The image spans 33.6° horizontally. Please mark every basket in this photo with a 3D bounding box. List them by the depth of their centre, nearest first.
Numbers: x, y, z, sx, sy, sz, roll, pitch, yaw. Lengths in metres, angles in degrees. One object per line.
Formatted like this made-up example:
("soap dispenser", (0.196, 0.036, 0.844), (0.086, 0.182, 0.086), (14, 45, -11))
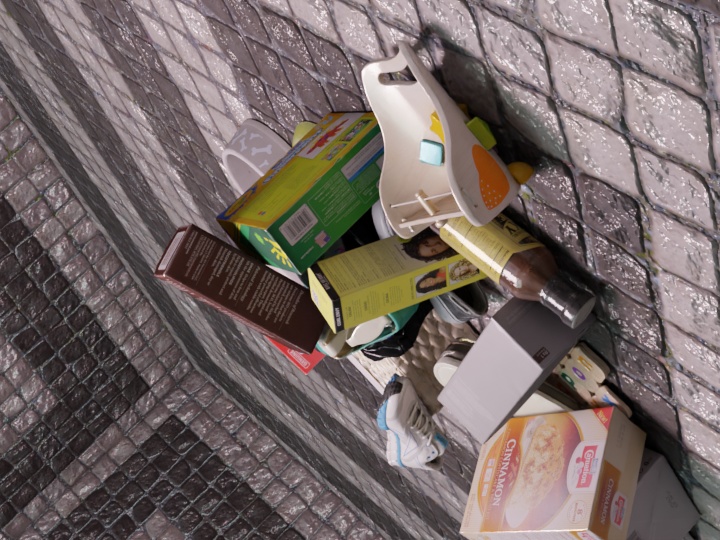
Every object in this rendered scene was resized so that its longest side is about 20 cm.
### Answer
("basket", (0.071, 0.098, 1.662), (0.200, 0.136, 0.123), (47, 160, -1))

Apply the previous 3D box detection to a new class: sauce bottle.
("sauce bottle", (0.162, -0.013, 1.275), (0.199, 0.065, 0.065), (40, 163, 23))

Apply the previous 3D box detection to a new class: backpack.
("backpack", (0.000, 0.000, 1.510), (0.126, 0.167, 0.201), (-24, 109, 28))

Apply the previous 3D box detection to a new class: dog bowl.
("dog bowl", (-0.128, -0.128, 1.776), (0.200, 0.059, 0.201), (44, 164, 16))

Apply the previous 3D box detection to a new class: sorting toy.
("sorting toy", (0.068, -0.137, 1.184), (0.181, 0.106, 0.200), (57, 163, -9))

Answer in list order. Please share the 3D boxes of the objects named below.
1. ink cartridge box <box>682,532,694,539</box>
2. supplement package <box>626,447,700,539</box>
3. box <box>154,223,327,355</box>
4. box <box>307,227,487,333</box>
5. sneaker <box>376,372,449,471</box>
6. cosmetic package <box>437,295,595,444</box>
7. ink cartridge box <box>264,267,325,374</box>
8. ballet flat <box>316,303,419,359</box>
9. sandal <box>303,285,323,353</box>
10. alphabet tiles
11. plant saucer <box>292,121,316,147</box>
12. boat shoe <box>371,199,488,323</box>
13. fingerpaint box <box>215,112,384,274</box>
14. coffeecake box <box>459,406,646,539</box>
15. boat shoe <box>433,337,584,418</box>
("ink cartridge box", (0.337, 0.410, 1.578), (0.086, 0.200, 0.147), (48, 165, -7))
("supplement package", (0.302, 0.284, 1.514), (0.122, 0.120, 0.199), (54, 163, -26))
("box", (-0.138, 0.022, 1.415), (0.199, 0.076, 0.100), (31, 172, -15))
("box", (0.045, 0.000, 1.340), (0.075, 0.198, 0.051), (51, 156, 47))
("sneaker", (0.077, 0.207, 1.593), (0.086, 0.076, 0.201), (16, 151, 22))
("cosmetic package", (0.173, 0.101, 1.355), (0.090, 0.106, 0.201), (43, 145, 15))
("ink cartridge box", (-0.090, 0.031, 1.838), (0.200, 0.176, 0.045), (40, 163, 22))
("ballet flat", (-0.010, 0.067, 1.421), (0.068, 0.070, 0.199), (50, 136, -7))
("sandal", (-0.045, 0.021, 1.587), (0.048, 0.203, 0.075), (-21, 142, 39))
("alphabet tiles", (0.248, 0.120, 1.459), (0.195, 0.015, 0.200), (43, 164, 14))
("plant saucer", (-0.028, -0.111, 1.603), (0.200, 0.031, 0.201), (43, 163, 16))
("boat shoe", (0.093, -0.022, 1.456), (0.070, 0.072, 0.201), (-12, 124, 50))
("fingerpaint box", (-0.052, -0.094, 1.394), (0.074, 0.200, 0.166), (52, 163, -22))
("coffeecake box", (0.229, 0.255, 1.429), (0.073, 0.155, 0.199), (37, 147, -30))
("boat shoe", (0.193, 0.142, 1.505), (0.199, 0.061, 0.073), (22, 142, 17))
